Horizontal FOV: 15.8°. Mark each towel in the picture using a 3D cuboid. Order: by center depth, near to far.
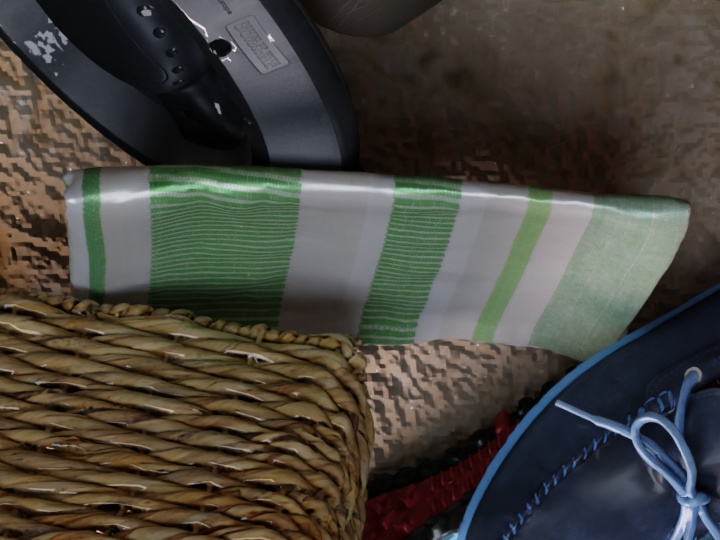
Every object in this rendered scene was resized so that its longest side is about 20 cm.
[{"bbox_3d":[0.000,0.000,0.884,0.200,0.023,0.153,5,161,-2],"label":"towel"}]

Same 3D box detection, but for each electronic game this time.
[{"bbox_3d":[-0.079,-0.094,0.857,0.200,0.200,0.042,47,72,-13],"label":"electronic game"}]

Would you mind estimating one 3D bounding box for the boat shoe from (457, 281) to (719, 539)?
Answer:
[{"bbox_3d":[0.120,0.051,0.889,0.200,0.069,0.084,-43,123,-5],"label":"boat shoe"}]

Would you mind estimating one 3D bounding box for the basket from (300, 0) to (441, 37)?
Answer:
[{"bbox_3d":[0.046,-0.170,0.799,0.200,0.180,0.136,-35,96,33],"label":"basket"}]

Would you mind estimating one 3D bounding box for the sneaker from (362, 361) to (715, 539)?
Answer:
[{"bbox_3d":[0.050,0.119,0.980,0.200,0.079,0.096,-31,109,23],"label":"sneaker"}]

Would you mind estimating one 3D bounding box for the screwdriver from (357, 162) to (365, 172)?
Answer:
[{"bbox_3d":[-0.024,-0.072,0.925,0.029,0.028,0.200,-24,117,-10],"label":"screwdriver"}]

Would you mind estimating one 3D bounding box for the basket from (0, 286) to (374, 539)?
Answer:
[{"bbox_3d":[-0.105,0.104,0.873,0.200,0.149,0.143,8,128,6],"label":"basket"}]
